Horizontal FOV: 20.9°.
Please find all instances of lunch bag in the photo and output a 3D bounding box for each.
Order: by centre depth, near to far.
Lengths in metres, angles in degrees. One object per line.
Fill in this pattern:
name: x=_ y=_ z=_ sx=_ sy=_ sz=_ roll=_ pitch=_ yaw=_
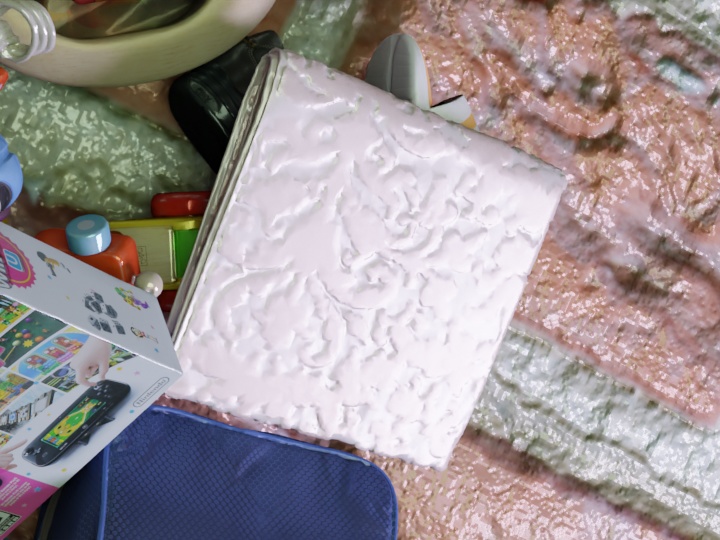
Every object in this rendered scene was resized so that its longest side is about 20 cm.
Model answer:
lunch bag: x=-0.078 y=0.169 z=1.064 sx=0.199 sy=0.132 sz=0.136 roll=18 pitch=58 yaw=-22

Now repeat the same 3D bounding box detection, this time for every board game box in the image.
board game box: x=-0.208 y=0.042 z=0.932 sx=0.148 sy=0.064 sz=0.200 roll=-42 pitch=136 yaw=19

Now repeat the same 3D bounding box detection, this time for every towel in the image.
towel: x=0.000 y=0.000 z=1.065 sx=0.200 sy=0.032 sz=0.192 roll=20 pitch=94 yaw=-31

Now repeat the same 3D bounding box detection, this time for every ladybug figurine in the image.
ladybug figurine: x=-0.134 y=-0.167 z=1.060 sx=0.199 sy=0.072 sz=0.136 roll=-9 pitch=95 yaw=-21

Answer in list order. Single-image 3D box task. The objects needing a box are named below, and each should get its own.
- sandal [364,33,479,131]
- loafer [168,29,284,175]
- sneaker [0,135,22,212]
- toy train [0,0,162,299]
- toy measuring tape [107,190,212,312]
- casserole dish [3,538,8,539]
sandal: x=0.048 y=-0.040 z=1.141 sx=0.059 sy=0.079 sz=0.207 roll=-14 pitch=106 yaw=-19
loafer: x=-0.022 y=-0.045 z=1.113 sx=0.072 sy=0.073 sz=0.200 roll=-41 pitch=107 yaw=-20
sneaker: x=-0.258 y=-0.010 z=0.976 sx=0.199 sy=0.083 sz=0.071 roll=-28 pitch=105 yaw=27
toy train: x=-0.176 y=-0.060 z=1.006 sx=0.056 sy=0.150 sz=0.201 roll=-60 pitch=146 yaw=-51
toy measuring tape: x=-0.132 y=-0.009 z=1.086 sx=0.199 sy=0.074 sz=0.074 roll=-3 pitch=94 yaw=1
casserole dish: x=-0.193 y=0.237 z=1.075 sx=0.121 sy=0.039 sz=0.200 roll=-41 pitch=107 yaw=-15
